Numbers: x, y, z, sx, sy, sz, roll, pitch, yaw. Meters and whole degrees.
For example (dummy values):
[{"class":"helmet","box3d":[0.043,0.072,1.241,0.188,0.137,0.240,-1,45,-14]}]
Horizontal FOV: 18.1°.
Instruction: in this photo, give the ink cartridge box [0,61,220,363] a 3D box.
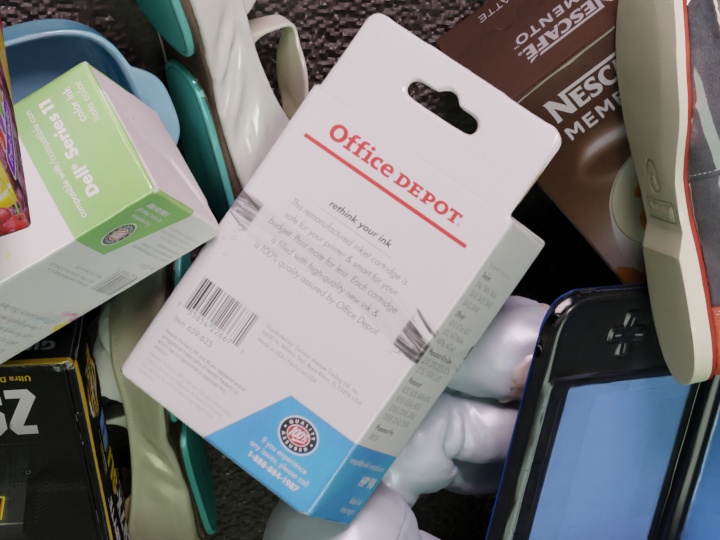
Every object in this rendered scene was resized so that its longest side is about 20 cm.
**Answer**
[{"class":"ink cartridge box","box3d":[-0.171,-0.001,0.961,0.200,0.067,0.117,-31,169,5]}]

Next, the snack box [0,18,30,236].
[{"class":"snack box","box3d":[-0.180,-0.119,0.871,0.053,0.200,0.142,-20,129,0]}]

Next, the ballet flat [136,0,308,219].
[{"class":"ballet flat","box3d":[-0.063,-0.109,1.007,0.069,0.069,0.200,-19,132,-2]}]

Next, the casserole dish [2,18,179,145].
[{"class":"casserole dish","box3d":[-0.181,-0.049,1.025,0.200,0.039,0.121,-20,128,0]}]

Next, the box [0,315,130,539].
[{"class":"box","box3d":[-0.220,0.097,1.087,0.200,0.049,0.160,-3,125,4]}]

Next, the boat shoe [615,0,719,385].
[{"class":"boat shoe","box3d":[0.155,-0.049,0.978,0.063,0.071,0.200,-12,104,-10]}]

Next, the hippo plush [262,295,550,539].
[{"class":"hippo plush","box3d":[0.023,0.099,1.085,0.159,0.161,0.200,-14,138,34]}]

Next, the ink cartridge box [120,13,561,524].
[{"class":"ink cartridge box","box3d":[0.000,0.000,1.015,0.200,0.116,0.067,-55,159,2]}]

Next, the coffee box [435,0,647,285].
[{"class":"coffee box","box3d":[0.143,-0.062,1.081,0.114,0.080,0.200,-37,127,11]}]

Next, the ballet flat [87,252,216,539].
[{"class":"ballet flat","box3d":[-0.111,0.065,1.116,0.069,0.069,0.200,-10,127,-9]}]

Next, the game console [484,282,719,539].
[{"class":"game console","box3d":[0.162,0.116,1.061,0.171,0.118,0.200,-4,115,-39]}]
